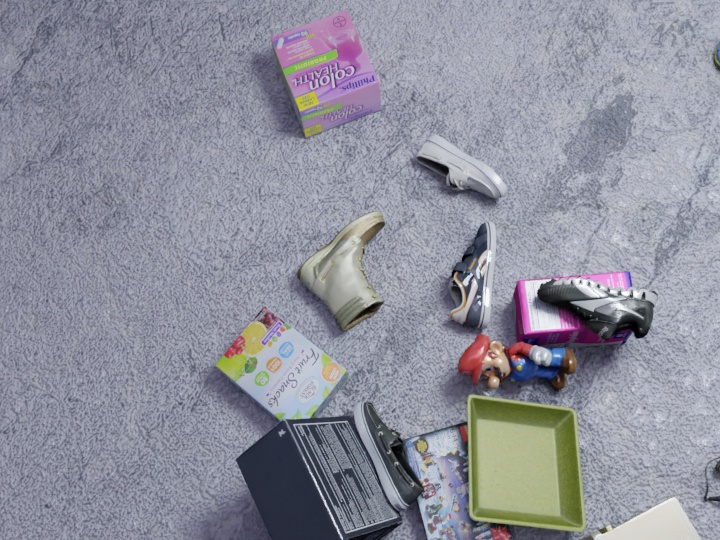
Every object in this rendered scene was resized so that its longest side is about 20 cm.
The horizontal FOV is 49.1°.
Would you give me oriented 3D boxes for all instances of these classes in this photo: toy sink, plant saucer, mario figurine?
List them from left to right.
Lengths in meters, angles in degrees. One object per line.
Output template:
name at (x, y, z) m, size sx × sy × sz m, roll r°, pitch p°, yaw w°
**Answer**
mario figurine at (0.261, 0.176, 1.336) m, size 0.195 × 0.106 × 0.127 m, roll 4°, pitch 105°, yaw -7°
plant saucer at (0.262, 0.318, 1.289) m, size 0.195 × 0.048 × 0.204 m, roll 9°, pitch 61°, yaw -9°
toy sink at (0.407, 0.443, 1.205) m, size 0.197 × 0.131 × 0.114 m, roll -26°, pitch 66°, yaw -5°

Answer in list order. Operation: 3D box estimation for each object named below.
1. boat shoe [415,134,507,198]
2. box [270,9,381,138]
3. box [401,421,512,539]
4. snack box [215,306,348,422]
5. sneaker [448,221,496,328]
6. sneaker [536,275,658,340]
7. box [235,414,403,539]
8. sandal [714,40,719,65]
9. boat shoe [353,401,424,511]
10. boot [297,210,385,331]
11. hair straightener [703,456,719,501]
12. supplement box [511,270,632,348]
boat shoe at (0.192, -0.189, 1.529) m, size 0.199 × 0.072 × 0.066 m, roll 39°, pitch 79°, yaw 19°
box at (-0.071, -0.407, 1.631) m, size 0.172 × 0.097 × 0.203 m, roll -20°, pitch 67°, yaw -4°
box at (0.157, 0.365, 1.309) m, size 0.134 × 0.040 × 0.204 m, roll -15°, pitch 66°, yaw -3°
snack box at (-0.140, 0.180, 1.407) m, size 0.199 × 0.053 × 0.143 m, roll 36°, pitch 75°, yaw 18°
sneaker at (0.204, 0.001, 1.440) m, size 0.077 × 0.079 × 0.205 m, roll 8°, pitch 69°, yaw 2°
sneaker at (0.387, 0.066, 1.293) m, size 0.195 × 0.067 × 0.092 m, roll 9°, pitch 67°, yaw 6°
box at (-0.063, 0.345, 1.235) m, size 0.123 × 0.197 × 0.202 m, roll -39°, pitch 65°, yaw 18°
sandal at (0.792, -0.489, 1.599) m, size 0.079 × 0.087 × 0.201 m, roll 35°, pitch 75°, yaw 16°
boat shoe at (0.048, 0.298, 1.313) m, size 0.056 × 0.069 × 0.202 m, roll -35°, pitch 53°, yaw 12°
boot at (0.000, 0.000, 1.463) m, size 0.199 × 0.072 × 0.155 m, roll -39°, pitch 68°, yaw -6°
hair straightener at (0.632, 0.304, 1.300) m, size 0.199 × 0.041 × 0.077 m, roll -39°, pitch 68°, yaw -7°
supplement box at (0.371, 0.072, 1.383) m, size 0.195 × 0.102 × 0.106 m, roll -4°, pitch 68°, yaw 4°
